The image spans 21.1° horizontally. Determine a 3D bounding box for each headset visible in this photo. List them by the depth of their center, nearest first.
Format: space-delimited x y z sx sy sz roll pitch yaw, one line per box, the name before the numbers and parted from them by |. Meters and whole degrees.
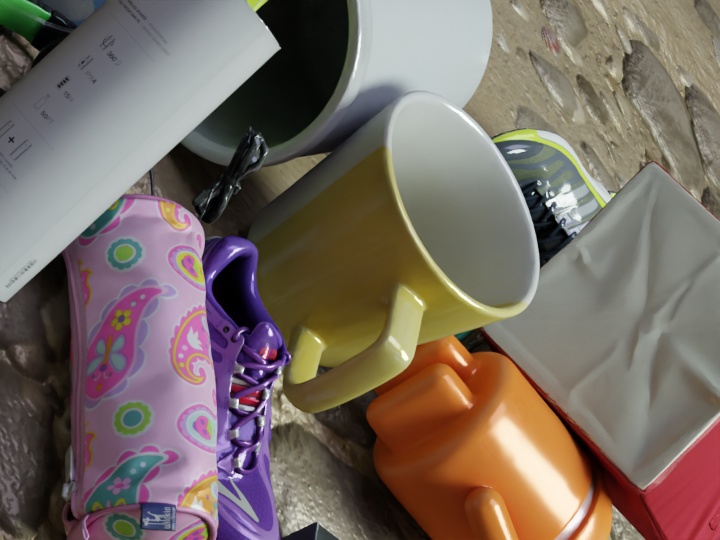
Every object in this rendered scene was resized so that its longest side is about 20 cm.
headset | -0.151 -0.099 1.084 0.200 0.094 0.124 38 27 -13

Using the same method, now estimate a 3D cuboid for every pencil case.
pencil case | -0.120 0.060 1.035 0.087 0.087 0.201 27 47 -43

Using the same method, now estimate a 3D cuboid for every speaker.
speaker | -0.137 -0.079 0.994 0.081 0.200 0.081 47 -2 2

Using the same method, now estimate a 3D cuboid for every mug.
mug | -0.001 -0.009 1.192 0.186 0.153 0.150 -23 87 -58

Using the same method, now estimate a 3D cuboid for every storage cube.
storage cube | 0.213 0.069 1.327 0.200 0.171 0.180 47 -3 30

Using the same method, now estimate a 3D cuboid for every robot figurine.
robot figurine | 0.086 0.135 1.250 0.117 0.144 0.200 -46 111 -15

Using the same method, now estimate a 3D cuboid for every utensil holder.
utensil holder | -0.024 -0.157 1.258 0.200 0.169 0.171 -11 76 -59

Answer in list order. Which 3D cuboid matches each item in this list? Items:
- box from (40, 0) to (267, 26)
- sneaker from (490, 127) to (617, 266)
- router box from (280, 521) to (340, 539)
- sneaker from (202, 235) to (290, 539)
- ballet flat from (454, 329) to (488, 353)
box | -0.145 -0.193 1.148 0.201 0.121 0.048 56 31 -12
sneaker | 0.154 -0.044 1.526 0.199 0.074 0.082 31 46 -38
router box | -0.003 0.267 1.080 0.157 0.052 0.201 43 37 -29
sneaker | -0.076 0.071 1.091 0.080 0.083 0.202 16 56 -50
ballet flat | 0.085 0.005 1.400 0.201 0.067 0.075 -85 152 -44
